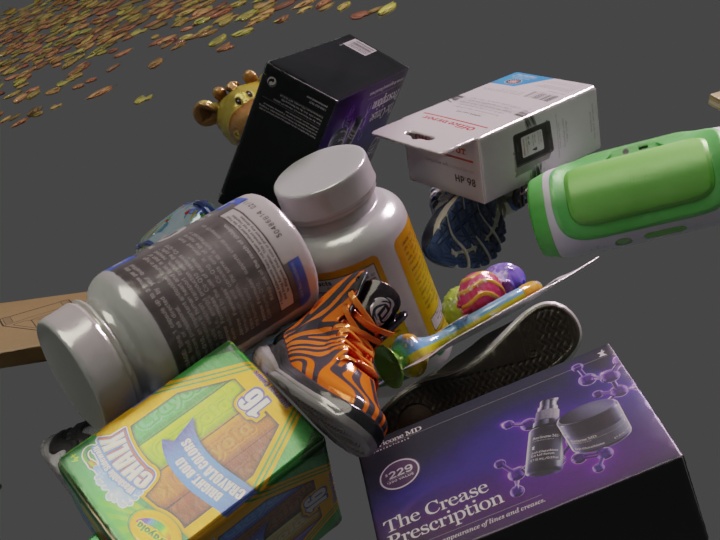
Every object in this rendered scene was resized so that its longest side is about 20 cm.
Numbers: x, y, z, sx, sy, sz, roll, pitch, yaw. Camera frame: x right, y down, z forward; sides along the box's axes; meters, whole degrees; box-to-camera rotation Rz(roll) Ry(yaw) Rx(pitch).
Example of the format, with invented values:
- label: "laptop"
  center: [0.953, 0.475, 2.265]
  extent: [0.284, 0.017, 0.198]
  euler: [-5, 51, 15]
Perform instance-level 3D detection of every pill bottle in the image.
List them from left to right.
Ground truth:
- label: "pill bottle"
  center: [-0.140, 0.032, 0.866]
  extent: [0.199, 0.115, 0.113]
  euler: [-31, 28, -28]
- label: "pill bottle"
  center: [0.000, 0.000, 0.959]
  extent: [0.112, 0.201, 0.113]
  euler: [-18, 28, 10]

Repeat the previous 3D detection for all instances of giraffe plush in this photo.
- label: "giraffe plush"
  center: [-0.110, -0.159, 1.364]
  extent: [0.172, 0.163, 0.199]
  euler: [-39, 32, -27]

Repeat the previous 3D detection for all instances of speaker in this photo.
- label: "speaker"
  center: [0.256, -0.070, 1.008]
  extent: [0.198, 0.089, 0.089]
  euler: [-13, 29, 20]

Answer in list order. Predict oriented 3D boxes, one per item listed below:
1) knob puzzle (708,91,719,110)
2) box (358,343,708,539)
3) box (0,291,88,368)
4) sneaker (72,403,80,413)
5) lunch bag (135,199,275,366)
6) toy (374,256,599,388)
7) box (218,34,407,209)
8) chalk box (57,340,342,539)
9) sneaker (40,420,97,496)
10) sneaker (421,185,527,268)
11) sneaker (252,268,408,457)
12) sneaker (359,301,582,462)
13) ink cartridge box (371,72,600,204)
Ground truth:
- label: "knob puzzle"
  center: [0.438, -0.126, 0.987]
  extent: [0.217, 0.031, 0.220]
  euler: [3, 32, -2]
- label: "box"
  center: [0.108, 0.149, 0.752]
  extent: [0.198, 0.079, 0.141]
  euler: [-23, 25, 2]
- label: "box"
  center: [-0.272, 0.050, 1.039]
  extent: [0.198, 0.022, 0.163]
  euler: [-8, 14, -25]
- label: "sneaker"
  center: [-0.225, 0.078, 1.080]
  extent: [0.084, 0.078, 0.200]
  euler: [-19, 7, 15]
- label: "lunch bag"
  center: [-0.135, 0.015, 1.050]
  extent: [0.082, 0.161, 0.200]
  euler: [-38, 9, -12]
- label: "toy"
  center: [0.090, 0.031, 0.912]
  extent: [0.199, 0.048, 0.115]
  euler: [-30, -4, -32]
- label: "box"
  center: [-0.041, -0.133, 1.064]
  extent: [0.078, 0.142, 0.200]
  euler: [31, 27, 9]
- label: "chalk box"
  center: [-0.130, 0.174, 0.802]
  extent: [0.199, 0.125, 0.124]
  euler: [-35, 55, -23]
- label: "sneaker"
  center: [-0.200, 0.162, 0.967]
  extent: [0.113, 0.076, 0.199]
  euler: [-38, 28, -20]
- label: "sneaker"
  center: [0.104, -0.056, 1.130]
  extent: [0.084, 0.078, 0.200]
  euler: [-10, 21, 36]
- label: "sneaker"
  center: [-0.009, 0.055, 0.803]
  extent: [0.112, 0.078, 0.200]
  euler: [-45, 24, -7]
- label: "sneaker"
  center: [0.088, 0.102, 0.882]
  extent: [0.199, 0.073, 0.085]
  euler: [-34, -8, -1]
- label: "ink cartridge box"
  center: [0.122, -0.126, 1.079]
  extent: [0.199, 0.067, 0.115]
  euler: [-26, 29, -29]
